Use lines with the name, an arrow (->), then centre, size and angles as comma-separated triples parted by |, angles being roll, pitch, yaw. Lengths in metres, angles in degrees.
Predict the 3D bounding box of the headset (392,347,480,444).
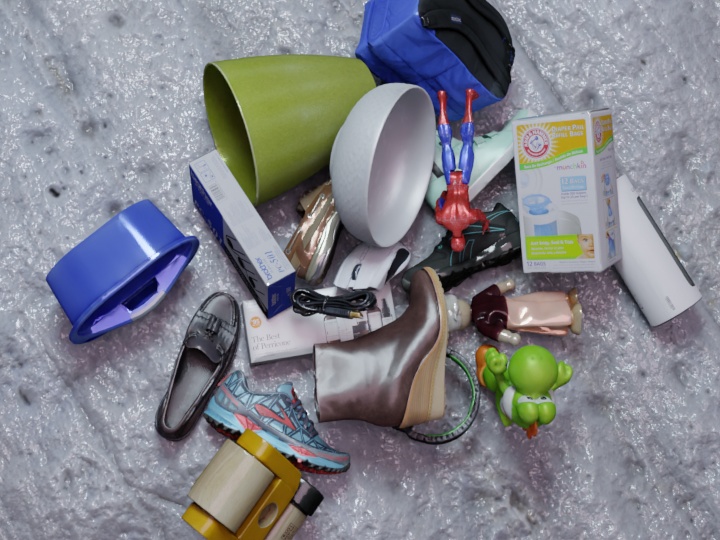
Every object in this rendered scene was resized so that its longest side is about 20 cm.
headset -> 0.058, 0.146, 1.339 | 0.196, 0.094, 0.126 | 16, 76, 12

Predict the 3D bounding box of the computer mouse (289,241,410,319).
computer mouse -> 0.000, 0.000, 1.329 | 0.108, 0.200, 0.045 | 2, 117, 27

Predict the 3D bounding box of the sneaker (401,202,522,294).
sneaker -> 0.134, -0.027, 1.404 | 0.197, 0.076, 0.080 | -22, 73, -21

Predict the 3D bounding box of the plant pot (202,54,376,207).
plant pot -> -0.080, -0.201, 1.352 | 0.197, 0.187, 0.190 | -19, 82, -19

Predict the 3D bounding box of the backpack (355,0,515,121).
backpack -> 0.104, -0.304, 1.394 | 0.199, 0.166, 0.165 | 33, 56, -31

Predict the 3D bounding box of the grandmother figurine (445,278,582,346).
grandmother figurine -> 0.192, 0.059, 1.387 | 0.195, 0.122, 0.062 | 0, 118, 1

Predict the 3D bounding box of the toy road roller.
toy road roller -> -0.151, 0.262, 1.245 | 0.145, 0.201, 0.124 | 27, 72, 35

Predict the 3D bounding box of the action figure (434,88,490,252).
action figure -> 0.131, -0.121, 1.352 | 0.064, 0.099, 0.205 | -1, 82, 16

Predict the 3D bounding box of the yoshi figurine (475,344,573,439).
yoshi figurine -> 0.205, 0.129, 1.303 | 0.112, 0.200, 0.113 | -35, 100, 0

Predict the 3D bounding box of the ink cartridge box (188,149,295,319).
ink cartridge box -> -0.151, -0.046, 1.319 | 0.044, 0.094, 0.201 | -27, 68, -18

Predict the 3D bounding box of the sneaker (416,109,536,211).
sneaker -> 0.148, -0.177, 1.423 | 0.118, 0.074, 0.200 | 45, 78, -2

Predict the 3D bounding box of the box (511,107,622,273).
box -> 0.272, -0.105, 1.366 | 0.111, 0.101, 0.204 | -1, 99, 30

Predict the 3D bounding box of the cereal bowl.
cereal bowl -> 0.019, -0.137, 1.302 | 0.082, 0.200, 0.203 | 16, 75, 24

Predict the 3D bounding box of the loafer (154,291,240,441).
loafer -> -0.203, 0.120, 1.322 | 0.071, 0.063, 0.203 | 23, 77, -4

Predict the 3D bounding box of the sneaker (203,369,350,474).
sneaker -> -0.094, 0.190, 1.317 | 0.197, 0.079, 0.097 | 26, 75, -3

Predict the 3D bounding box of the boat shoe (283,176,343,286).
boat shoe -> -0.051, -0.082, 1.379 | 0.071, 0.076, 0.203 | 19, 70, 5

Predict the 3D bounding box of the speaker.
speaker -> 0.381, -0.028, 1.429 | 0.080, 0.081, 0.202 | -30, 84, -13

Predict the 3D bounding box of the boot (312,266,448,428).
boot -> 0.023, 0.091, 1.286 | 0.163, 0.072, 0.204 | 3, 75, -10

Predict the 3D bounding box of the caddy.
caddy -> -0.290, 0.009, 1.291 | 0.199, 0.142, 0.105 | -40, 84, -12

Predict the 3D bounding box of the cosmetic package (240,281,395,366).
cosmetic package -> -0.053, 0.067, 1.361 | 0.196, 0.051, 0.084 | -9, 80, -10
